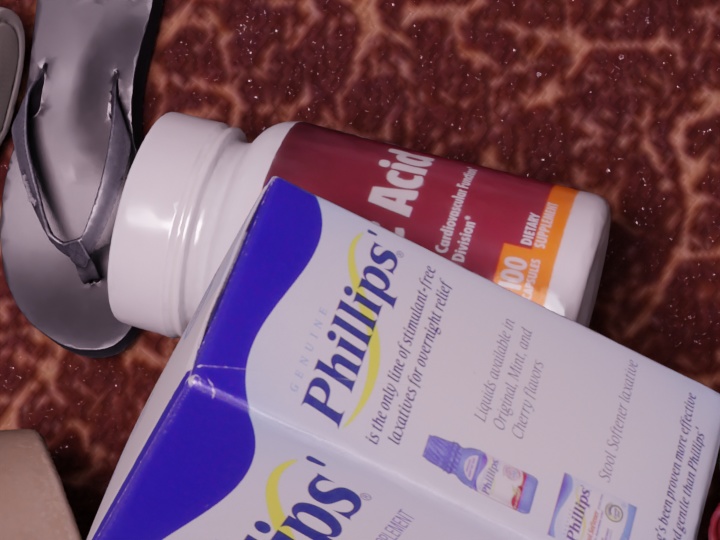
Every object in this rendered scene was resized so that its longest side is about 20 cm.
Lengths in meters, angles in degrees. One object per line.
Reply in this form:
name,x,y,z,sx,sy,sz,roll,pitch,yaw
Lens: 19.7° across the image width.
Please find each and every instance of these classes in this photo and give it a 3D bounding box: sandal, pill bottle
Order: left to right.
sandal,-0.132,-0.061,0.960,0.075,0.043,0.202,-1,85,9
pill bottle,0.000,0.000,0.898,0.199,0.114,0.115,14,87,9

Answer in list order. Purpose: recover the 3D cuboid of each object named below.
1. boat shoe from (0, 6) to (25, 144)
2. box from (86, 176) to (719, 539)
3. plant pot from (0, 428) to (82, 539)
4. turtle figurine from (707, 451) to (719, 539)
boat shoe,-0.213,-0.031,0.955,0.060,0.074,0.201,17,94,18
box,0.010,0.088,0.821,0.199,0.184,0.105,26,52,-6
plant pot,-0.203,0.147,0.894,0.174,0.200,0.201,-20,82,-11
turtle figurine,0.224,0.096,0.864,0.199,0.101,0.151,12,102,-6
